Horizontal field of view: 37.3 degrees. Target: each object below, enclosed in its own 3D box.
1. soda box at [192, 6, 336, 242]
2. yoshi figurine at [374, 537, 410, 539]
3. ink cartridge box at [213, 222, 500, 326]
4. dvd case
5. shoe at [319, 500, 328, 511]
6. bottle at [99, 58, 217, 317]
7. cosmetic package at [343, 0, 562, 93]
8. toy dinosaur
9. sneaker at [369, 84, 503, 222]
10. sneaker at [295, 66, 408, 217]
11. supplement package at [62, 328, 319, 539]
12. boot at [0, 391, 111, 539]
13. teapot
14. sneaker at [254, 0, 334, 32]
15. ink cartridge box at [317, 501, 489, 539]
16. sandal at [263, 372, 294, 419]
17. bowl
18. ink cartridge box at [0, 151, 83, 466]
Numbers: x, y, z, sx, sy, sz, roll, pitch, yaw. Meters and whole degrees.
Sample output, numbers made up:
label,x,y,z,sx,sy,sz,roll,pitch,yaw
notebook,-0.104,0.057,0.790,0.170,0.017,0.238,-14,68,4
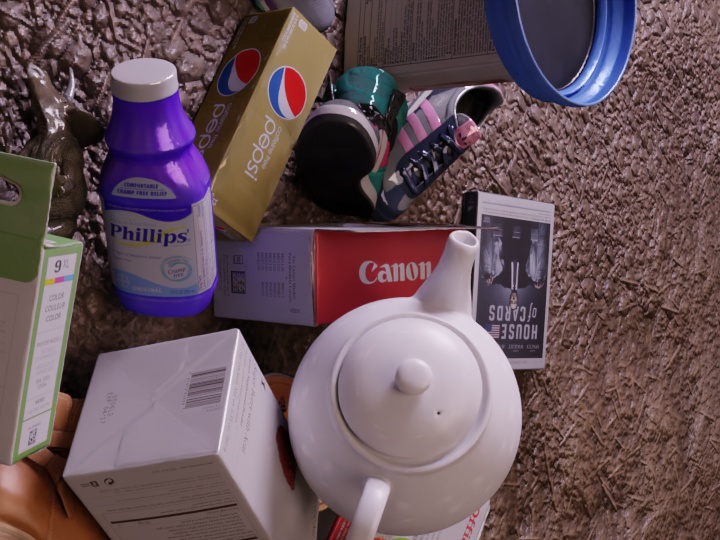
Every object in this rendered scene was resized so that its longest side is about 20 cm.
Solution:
label,x,y,z,sx,sy,sz,roll,pitch,yaw
soda box,-0.097,-0.125,0.919,0.064,0.068,0.200,38,66,-41
yoshi figurine,-0.022,0.316,0.932,0.200,0.112,0.112,-31,144,0
ink cartridge box,0.000,0.000,0.949,0.200,0.176,0.084,-4,95,-45
dvd case,0.168,0.015,1.235,0.150,0.025,0.200,4,88,-46
shoe,-0.102,0.145,0.939,0.200,0.053,0.070,46,71,-21
bottle,-0.154,-0.059,0.810,0.065,0.083,0.200,-80,173,-55
cosmetic package,0.086,-0.228,1.010,0.087,0.200,0.103,3,91,-47
toy dinosaur,-0.229,-0.046,0.776,0.102,0.077,0.200,-34,135,-75
sneaker,0.074,-0.129,1.087,0.070,0.082,0.200,53,56,-34
sneaker,-0.003,-0.137,0.966,0.200,0.084,0.121,85,16,-73
supplement package,-0.118,0.162,0.820,0.121,0.120,0.200,-87,162,-47
boot,-0.211,0.177,0.816,0.200,0.074,0.155,33,62,-48
teapot,0.034,0.105,0.805,0.197,0.146,0.200,-23,72,-10
sneaker,-0.067,-0.289,0.927,0.200,0.088,0.074,52,57,-34
ink cartridge box,0.025,0.244,1.052,0.200,0.083,0.145,43,62,-37
sandal,-0.009,0.160,0.928,0.207,0.059,0.079,37,66,-26
bowl,0.175,-0.242,0.929,0.201,0.039,0.201,-2,93,-47
ink cartridge box,-0.249,0.017,0.705,0.059,0.104,0.200,-30,132,-77
